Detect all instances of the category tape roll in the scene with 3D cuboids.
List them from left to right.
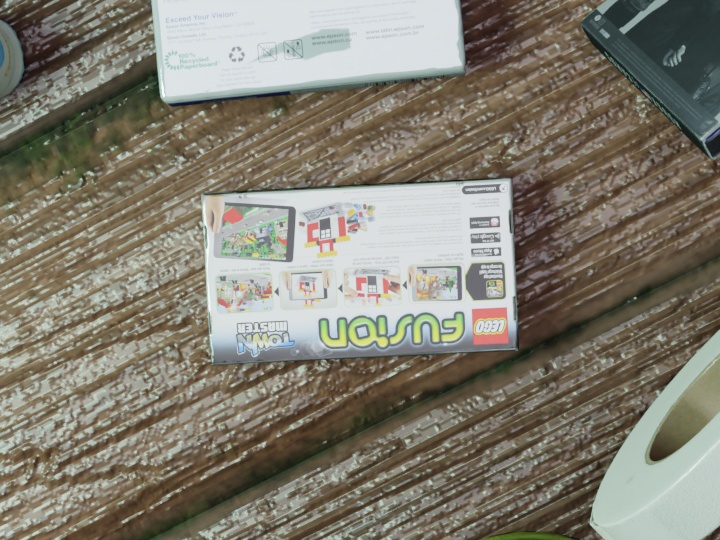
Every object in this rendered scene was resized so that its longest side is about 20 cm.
[{"bbox_3d":[0.214,0.084,0.938,0.037,0.203,0.203,40,94,-1],"label":"tape roll"}]

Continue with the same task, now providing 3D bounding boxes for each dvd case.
[{"bbox_3d":[0.246,-0.172,0.958,0.199,0.151,0.025,-38,132,4],"label":"dvd case"}]

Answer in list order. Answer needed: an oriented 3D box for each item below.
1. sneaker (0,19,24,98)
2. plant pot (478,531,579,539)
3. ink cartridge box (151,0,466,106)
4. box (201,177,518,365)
[{"bbox_3d":[-0.316,-0.113,1.010,0.198,0.081,0.077,-22,94,5],"label":"sneaker"},{"bbox_3d":[0.107,0.278,0.958,0.198,0.193,0.203,0,94,3],"label":"plant pot"},{"bbox_3d":[-0.038,-0.214,1.011,0.194,0.043,0.203,-5,90,3],"label":"ink cartridge box"},{"bbox_3d":[0.000,0.000,1.025,0.197,0.035,0.112,-2,93,3],"label":"box"}]
